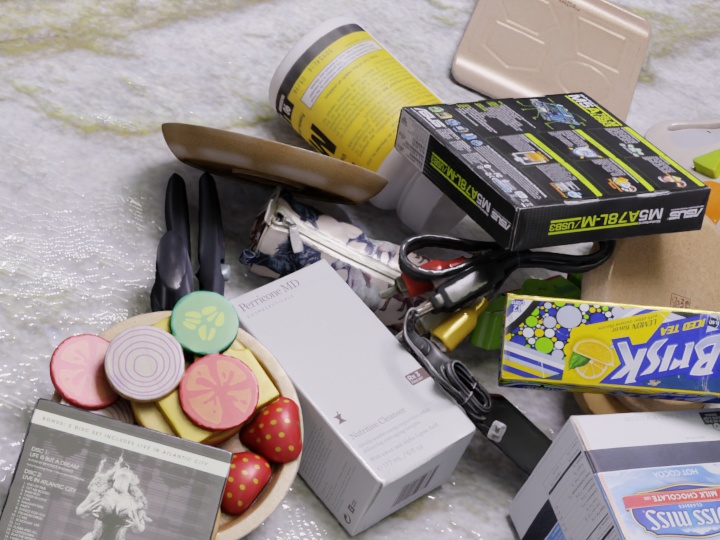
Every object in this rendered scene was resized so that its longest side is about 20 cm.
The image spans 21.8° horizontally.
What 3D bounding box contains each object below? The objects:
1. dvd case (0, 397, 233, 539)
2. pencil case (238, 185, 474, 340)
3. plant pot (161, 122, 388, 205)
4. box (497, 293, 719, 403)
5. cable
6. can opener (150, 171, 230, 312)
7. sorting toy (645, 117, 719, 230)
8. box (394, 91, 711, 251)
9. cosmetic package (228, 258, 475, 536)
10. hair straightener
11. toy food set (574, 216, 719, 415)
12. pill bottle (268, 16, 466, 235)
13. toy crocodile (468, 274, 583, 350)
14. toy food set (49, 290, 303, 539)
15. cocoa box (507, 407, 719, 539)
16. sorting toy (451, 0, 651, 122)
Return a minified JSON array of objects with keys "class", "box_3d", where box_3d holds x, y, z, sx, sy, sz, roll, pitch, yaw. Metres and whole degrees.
[{"class":"dvd case","box_3d":[-0.185,0.201,1.316,0.148,0.016,0.200,16,64,-6]},{"class":"pencil case","box_3d":[0.000,0.000,1.587,0.200,0.089,0.078,24,88,-2]},{"class":"plant pot","box_3d":[-0.076,-0.087,1.596,0.200,0.200,0.028,15,88,-11]},{"class":"box","box_3d":[0.211,0.064,1.480,0.200,0.064,0.070,4,81,3]},{"class":"cable","box_3d":[0.109,-0.004,1.546,0.200,0.050,0.097,-25,74,-17]},{"class":"can opener","box_3d":[-0.138,-0.018,1.562,0.063,0.079,0.200,8,37,-6]},{"class":"sorting toy","box_3d":[0.380,-0.102,1.870,0.200,0.107,0.180,-6,33,-29]},{"class":"box","box_3d":[0.158,-0.087,1.570,0.193,0.048,0.200,-5,31,-29]},{"class":"cosmetic package","box_3d":[-0.019,0.098,1.491,0.113,0.081,0.200,-27,65,-38]},{"class":"hair straightener","box_3d":[0.102,0.104,1.490,0.200,0.041,0.077,49,-2,-20]},{"class":"toy food set","box_3d":[0.262,0.036,1.626,0.198,0.049,0.200,-4,89,-36]},{"class":"pill bottle","box_3d":[0.021,-0.128,1.697,0.200,0.114,0.114,44,47,19]},{"class":"toy crocodile","box_3d":[0.172,0.031,1.653,0.200,0.068,0.062,-14,36,-36]},{"class":"toy food set","box_3d":[-0.142,0.117,1.400,0.200,0.049,0.198,-31,74,-19]},{"class":"cocoa box","box_3d":[0.245,0.200,1.478,0.200,0.133,0.131,-1,49,-26]},{"class":"sorting toy","box_3d":[0.198,-0.224,1.931,0.185,0.037,0.200,25,48,-1]}]
